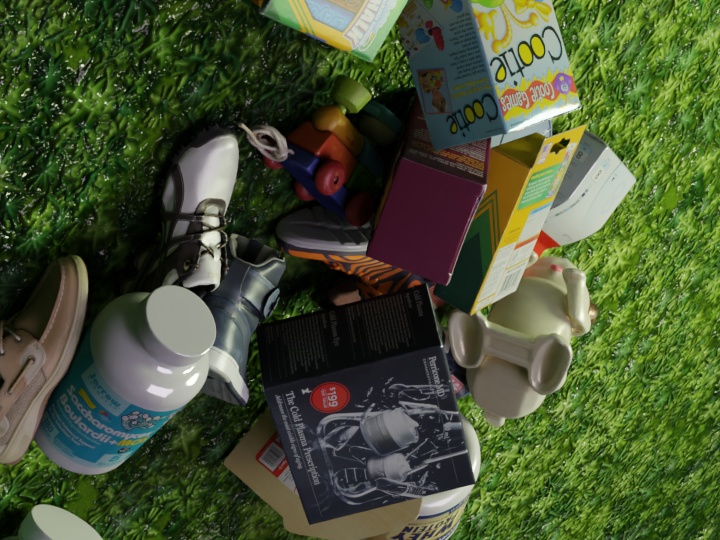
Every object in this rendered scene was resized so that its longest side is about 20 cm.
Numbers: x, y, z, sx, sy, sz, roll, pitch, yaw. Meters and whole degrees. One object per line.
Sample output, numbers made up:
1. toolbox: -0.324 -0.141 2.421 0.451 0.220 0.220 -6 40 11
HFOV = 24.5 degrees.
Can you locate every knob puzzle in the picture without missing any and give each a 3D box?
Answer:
1. knob puzzle: -0.016 0.204 1.798 0.220 0.219 0.030 -50 177 -1

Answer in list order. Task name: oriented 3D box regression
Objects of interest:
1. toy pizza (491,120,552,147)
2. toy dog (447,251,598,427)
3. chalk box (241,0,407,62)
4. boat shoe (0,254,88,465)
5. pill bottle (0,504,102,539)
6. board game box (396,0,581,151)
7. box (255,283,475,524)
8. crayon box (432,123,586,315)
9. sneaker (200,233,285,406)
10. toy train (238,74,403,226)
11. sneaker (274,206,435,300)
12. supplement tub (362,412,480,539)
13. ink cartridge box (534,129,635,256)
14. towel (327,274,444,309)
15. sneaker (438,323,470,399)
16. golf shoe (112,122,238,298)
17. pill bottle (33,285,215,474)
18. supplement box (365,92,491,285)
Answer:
1. toy pizza: 0.130 -0.111 1.796 0.200 0.032 0.201 -31 141 -29
2. toy dog: 0.201 0.066 1.868 0.200 0.139 0.194 -53 147 -48
3. chalk box: -0.029 -0.264 1.383 0.200 0.125 0.124 17 108 -53
4. boat shoe: -0.295 0.076 1.441 0.064 0.071 0.201 18 101 -31
5. pill bottle: -0.332 0.331 1.603 0.112 0.112 0.200 20 105 -55
6. board game box: 0.107 -0.224 1.506 0.103 0.105 0.201 -20 97 -37
7. box: 0.007 0.137 1.683 0.181 0.104 0.200 -15 128 1
8. crayon box: 0.152 -0.064 1.695 0.126 0.051 0.201 -23 139 -61
9. sneaker: -0.124 0.048 1.608 0.202 0.077 0.147 107 2 -74
10. toy train: -0.033 -0.134 1.547 0.116 0.084 0.200 -58 147 -8
11. sneaker: 0.000 0.000 1.676 0.199 0.078 0.112 3 123 -25
12. supplement tub: 0.055 0.245 1.917 0.144 0.144 0.200 -35 160 -22
13. ink cartridge box: 0.232 -0.055 1.927 0.200 0.047 0.160 -56 157 3
14. towel: 0.071 -0.005 1.791 0.200 0.023 0.144 -37 147 6
15. sneaker: 0.083 0.105 1.858 0.075 0.085 0.200 -40 160 16
16. golf shoe: -0.144 -0.032 1.497 0.078 0.094 0.201 2 118 -49
17. pill bottle: -0.206 0.092 1.460 0.111 0.111 0.200 -11 156 -44
18. supplement box: 0.069 -0.085 1.606 0.200 0.085 0.111 -76 -174 -65
